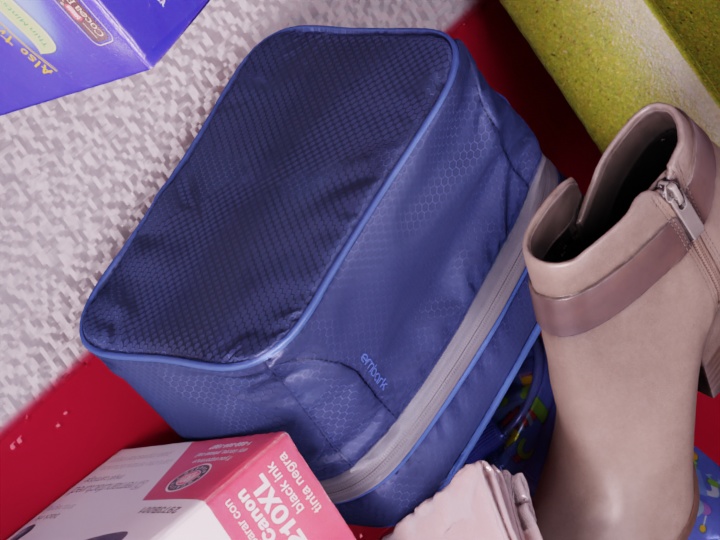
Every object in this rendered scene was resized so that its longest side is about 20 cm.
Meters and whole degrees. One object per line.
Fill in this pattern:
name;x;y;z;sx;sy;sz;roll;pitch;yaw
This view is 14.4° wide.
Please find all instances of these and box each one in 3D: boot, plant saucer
boot;0.097;0.036;1.141;0.200;0.070;0.146;-59;143;-25
plant saucer;0.175;-0.114;1.283;0.199;0.048;0.200;-15;60;-32

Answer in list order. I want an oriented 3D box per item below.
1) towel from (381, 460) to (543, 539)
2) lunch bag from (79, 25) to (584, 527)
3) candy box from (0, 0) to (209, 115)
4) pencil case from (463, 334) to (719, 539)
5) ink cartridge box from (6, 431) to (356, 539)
towel;0.034;0.201;1.106;0.032;0.200;0.192;0;59;-38
lunch bag;0.000;0.000;1.168;0.132;0.136;0.200;49;63;-36
candy box;-0.156;-0.144;1.050;0.169;0.200;0.077;50;62;-19
pencil case;0.118;0.103;1.266;0.200;0.078;0.087;35;25;-24
ink cartridge box;-0.111;0.154;1.082;0.200;0.145;0.085;-39;104;-29
